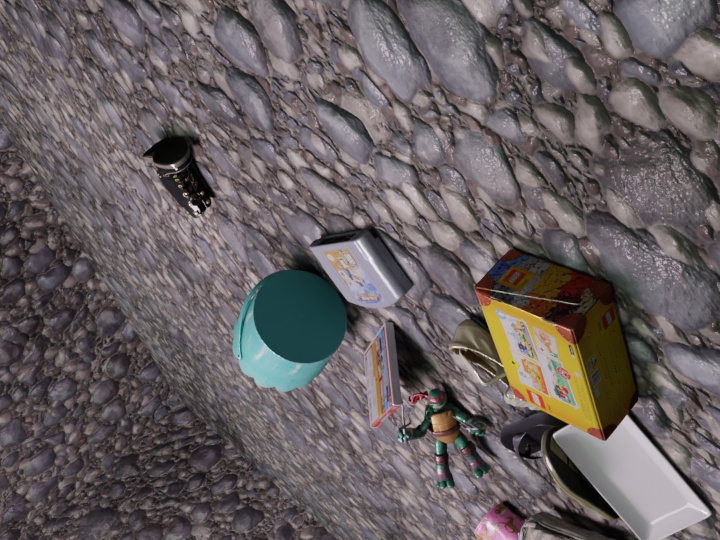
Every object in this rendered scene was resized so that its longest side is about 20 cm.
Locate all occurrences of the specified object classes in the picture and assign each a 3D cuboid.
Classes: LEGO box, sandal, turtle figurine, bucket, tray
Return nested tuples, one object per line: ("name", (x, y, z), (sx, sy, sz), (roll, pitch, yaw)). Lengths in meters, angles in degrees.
("LEGO box", (0.237, 0.090, 1.075), (0.148, 0.077, 0.201), (25, 149, 45))
("sandal", (0.251, 0.248, 1.307), (0.075, 0.043, 0.200), (9, 159, -1))
("turtle figurine", (0.148, 0.276, 1.541), (0.148, 0.101, 0.202), (-13, 116, 20))
("sandal", (0.301, 0.289, 1.242), (0.057, 0.080, 0.201), (-7, 138, 43))
("bucket", (-0.127, 0.105, 1.632), (0.207, 0.207, 0.135), (46, 149, 4))
("tray", (0.355, 0.262, 1.171), (0.200, 0.022, 0.107), (49, 123, -3))

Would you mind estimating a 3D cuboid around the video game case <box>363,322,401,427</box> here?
("video game case", (0.037, 0.189, 1.586), (0.200, 0.017, 0.145), (117, 150, -67))

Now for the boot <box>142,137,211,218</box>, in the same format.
("boot", (-0.334, -0.174, 1.718), (0.154, 0.073, 0.203), (56, 164, -25))

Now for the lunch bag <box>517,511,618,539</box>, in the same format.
("lunch bag", (0.360, 0.494, 1.465), (0.199, 0.138, 0.169), (1, 113, 61))

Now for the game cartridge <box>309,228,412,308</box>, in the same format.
("game cartridge", (0.000, 0.000, 1.431), (0.134, 0.041, 0.199), (58, 157, -13))

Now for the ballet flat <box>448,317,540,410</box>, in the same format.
("ballet flat", (0.206, 0.149, 1.252), (0.199, 0.069, 0.070), (39, 157, 21))

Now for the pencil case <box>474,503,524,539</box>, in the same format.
("pencil case", (0.311, 0.526, 1.669), (0.199, 0.083, 0.087), (36, 162, 26))
